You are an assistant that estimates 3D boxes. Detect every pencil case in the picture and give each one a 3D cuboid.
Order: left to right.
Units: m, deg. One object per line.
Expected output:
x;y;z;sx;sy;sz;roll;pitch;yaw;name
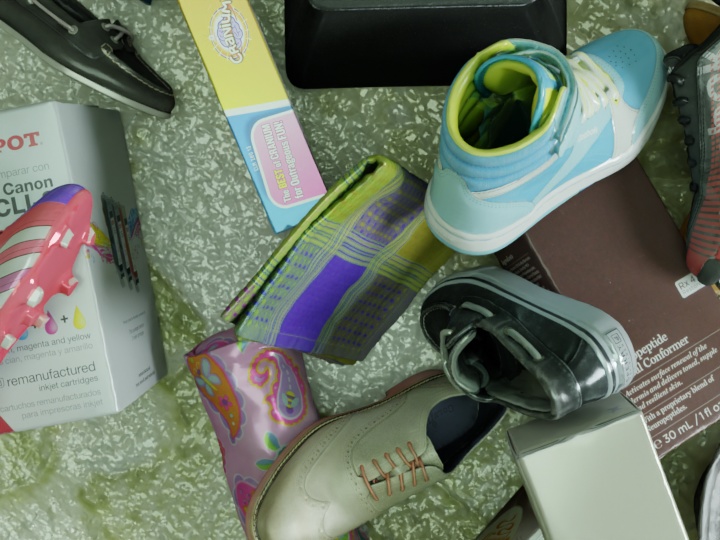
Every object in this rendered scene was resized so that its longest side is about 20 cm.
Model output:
-0.054;0.134;0.827;0.087;0.087;0.202;-19;94;5;pencil case

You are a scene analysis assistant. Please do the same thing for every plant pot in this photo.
0.041;-0.221;0.741;0.198;0.177;0.201;0;96;3;plant pot

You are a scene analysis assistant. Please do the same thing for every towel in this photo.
0.000;0.000;0.760;0.023;0.200;0.144;44;96;21;towel

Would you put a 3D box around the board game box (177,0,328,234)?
-0.074;-0.124;0.767;0.040;0.153;0.201;-23;93;-1;board game box

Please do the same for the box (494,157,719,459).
0.170;0.018;0.783;0.100;0.075;0.201;-29;84;-13;box

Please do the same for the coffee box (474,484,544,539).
0.116;0.216;0.807;0.080;0.114;0.200;40;95;-1;coffee box

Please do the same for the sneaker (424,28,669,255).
0.122;-0.104;0.699;0.079;0.131;0.200;40;70;20;sneaker

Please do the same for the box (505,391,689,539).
0.159;0.181;0.711;0.082;0.068;0.202;-20;95;3;box

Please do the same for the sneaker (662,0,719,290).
0.228;-0.091;0.733;0.097;0.071;0.202;18;102;16;sneaker

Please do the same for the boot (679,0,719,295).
0.252;-0.066;0.794;0.201;0.071;0.144;43;96;-5;boot

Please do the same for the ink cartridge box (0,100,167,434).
-0.229;-0.003;0.793;0.144;0.145;0.202;-10;94;5;ink cartridge box

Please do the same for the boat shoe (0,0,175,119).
-0.207;-0.176;0.816;0.199;0.067;0.057;32;101;4;boat shoe

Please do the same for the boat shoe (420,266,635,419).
0.083;0.045;0.745;0.071;0.200;0.073;-24;104;-23;boat shoe

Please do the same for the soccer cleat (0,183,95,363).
-0.229;0.026;0.692;0.076;0.067;0.201;34;98;4;soccer cleat

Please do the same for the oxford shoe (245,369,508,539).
0.013;0.123;0.777;0.199;0.074;0.071;-34;105;-29;oxford shoe

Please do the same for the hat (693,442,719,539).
0.274;0.173;0.799;0.199;0.081;0.203;0;90;-29;hat

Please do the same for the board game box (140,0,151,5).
-0.119;-0.278;0.761;0.064;0.148;0.201;37;97;-3;board game box
